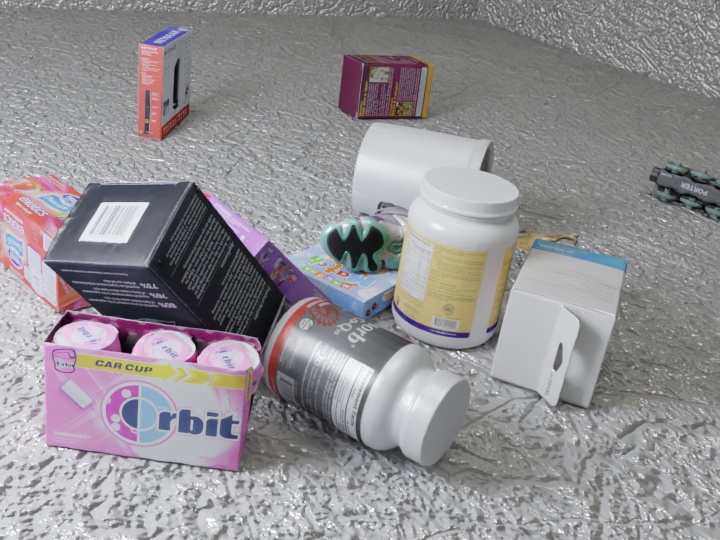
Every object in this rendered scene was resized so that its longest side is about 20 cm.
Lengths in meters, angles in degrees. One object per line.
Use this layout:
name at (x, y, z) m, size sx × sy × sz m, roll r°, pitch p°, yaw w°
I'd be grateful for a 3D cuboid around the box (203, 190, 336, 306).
box at (-0.109, -0.004, 1.039) m, size 0.137 × 0.039 × 0.200 m, roll 37°, pitch -7°, yaw 39°

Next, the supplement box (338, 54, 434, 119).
supplement box at (0.060, -0.437, 2.035) m, size 0.199 × 0.132 × 0.103 m, roll -5°, pitch 27°, yaw -29°

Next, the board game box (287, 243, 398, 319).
board game box at (0.000, 0.000, 1.219) m, size 0.151 × 0.037 × 0.200 m, roll 24°, pitch 30°, yaw 27°

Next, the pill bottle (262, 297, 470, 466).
pill bottle at (0.006, 0.115, 0.891) m, size 0.199 × 0.117 × 0.116 m, roll 24°, pitch 29°, yaw 28°

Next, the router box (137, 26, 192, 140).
router box at (-0.387, -0.375, 1.699) m, size 0.048 × 0.181 × 0.200 m, roll 9°, pitch 26°, yaw 2°

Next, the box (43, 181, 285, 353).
box at (-0.196, 0.010, 0.890) m, size 0.147 × 0.200 × 0.105 m, roll 3°, pitch 56°, yaw 30°

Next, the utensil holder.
utensil holder at (0.105, -0.150, 1.413) m, size 0.198 × 0.171 × 0.170 m, roll 15°, pitch 26°, yaw 15°

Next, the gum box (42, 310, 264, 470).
gum box at (-0.195, 0.116, 0.823) m, size 0.198 × 0.114 × 0.066 m, roll 8°, pitch 25°, yaw -2°

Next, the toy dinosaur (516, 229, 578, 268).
toy dinosaur at (0.295, -0.042, 1.379) m, size 0.100 × 0.059 × 0.200 m, roll 10°, pitch 25°, yaw 4°

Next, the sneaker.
sneaker at (0.016, -0.056, 1.221) m, size 0.199 × 0.078 × 0.140 m, roll 7°, pitch 23°, yaw -28°

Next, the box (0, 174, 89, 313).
box at (-0.391, -0.039, 1.097) m, size 0.094 × 0.103 × 0.199 m, roll -16°, pitch 34°, yaw -42°

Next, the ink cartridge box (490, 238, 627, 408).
ink cartridge box at (0.246, 0.064, 1.061) m, size 0.124 × 0.130 × 0.200 m, roll 16°, pitch 26°, yaw 16°

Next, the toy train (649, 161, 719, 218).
toy train at (0.695, -0.168, 1.752) m, size 0.199 × 0.086 × 0.114 m, roll 25°, pitch 20°, yaw 30°

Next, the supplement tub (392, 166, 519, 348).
supplement tub at (0.124, -0.018, 1.105) m, size 0.144 × 0.202 × 0.146 m, roll 7°, pitch 25°, yaw -4°
